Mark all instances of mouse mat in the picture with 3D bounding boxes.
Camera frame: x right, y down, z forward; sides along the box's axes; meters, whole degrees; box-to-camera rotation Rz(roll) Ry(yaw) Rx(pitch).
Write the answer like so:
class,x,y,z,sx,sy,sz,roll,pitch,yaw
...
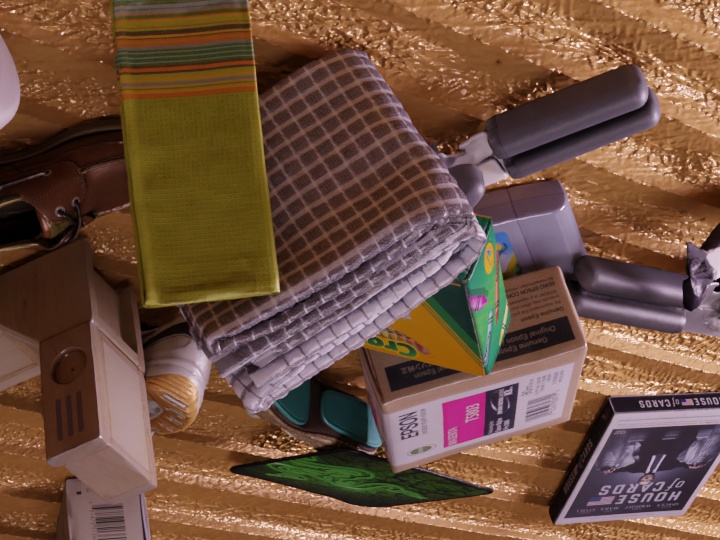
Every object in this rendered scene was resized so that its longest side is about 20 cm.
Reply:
class,x,y,z,sx,sy,sz,roll,pitch,yaw
mouse mat,0.002,0.191,1.404,0.161,0.008,0.200,-15,152,42

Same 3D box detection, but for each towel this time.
class,x,y,z,sx,sy,sz,roll,pitch,yaw
towel,-0.101,-0.080,0.938,0.086,0.201,0.018,-7,172,-2
towel,-0.041,-0.032,1.003,0.200,0.166,0.086,-33,149,0

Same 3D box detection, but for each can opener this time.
class,x,y,z,sx,sy,sz,roll,pitch,yaw
can opener,0.246,0.015,1.266,0.199,0.067,0.053,10,126,-27
can opener,0.115,-0.077,1.096,0.199,0.067,0.053,-20,144,20

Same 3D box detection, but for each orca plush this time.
class,x,y,z,sx,sy,sz,roll,pitch,yaw
orca plush,0.334,-0.021,1.247,0.200,0.105,0.071,-31,-173,-16

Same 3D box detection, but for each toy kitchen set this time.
class,x,y,z,sx,sy,sz,roll,pitch,yaw
toy kitchen set,-0.275,0.076,1.084,0.199,0.181,0.163,-23,141,12

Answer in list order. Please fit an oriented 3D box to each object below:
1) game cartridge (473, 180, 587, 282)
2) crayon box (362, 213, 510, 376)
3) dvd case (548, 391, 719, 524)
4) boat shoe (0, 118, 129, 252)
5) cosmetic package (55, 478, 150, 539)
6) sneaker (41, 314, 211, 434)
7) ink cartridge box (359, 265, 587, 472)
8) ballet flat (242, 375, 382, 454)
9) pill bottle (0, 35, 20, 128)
class,x,y,z,sx,sy,sz,roll,pitch,yaw
game cartridge,0.078,0.001,1.223,0.199,0.041,0.134,-21,139,8
crayon box,0.000,0.000,1.099,0.199,0.058,0.119,12,148,21
dvd case,0.284,0.187,1.534,0.150,0.025,0.200,-2,140,-16
boat shoe,-0.207,-0.046,1.043,0.199,0.068,0.072,-14,140,-3
cosmetic package,-0.242,0.285,1.422,0.071,0.106,0.200,0,142,-18
sneaker,-0.175,0.090,1.223,0.076,0.088,0.200,39,143,-26
ink cartridge box,0.088,0.084,1.239,0.164,0.075,0.200,-17,158,-2
ballet flat,-0.059,0.113,1.298,0.065,0.071,0.200,-17,142,31
pill bottle,-0.309,-0.083,0.929,0.200,0.110,0.109,-32,139,22
